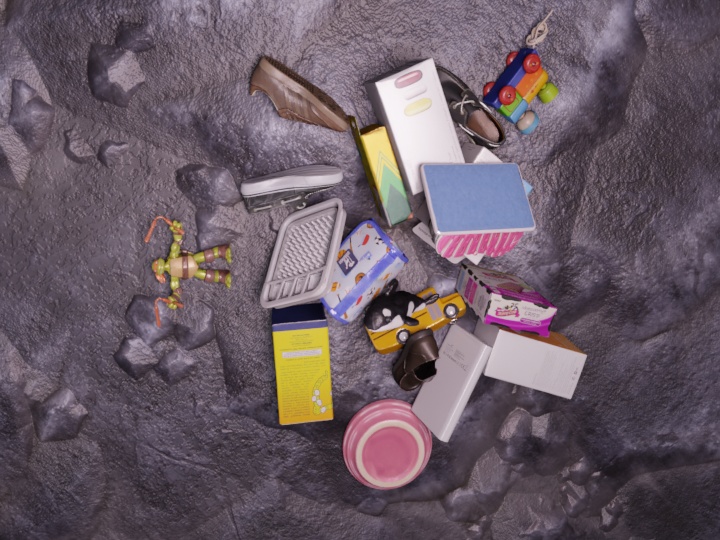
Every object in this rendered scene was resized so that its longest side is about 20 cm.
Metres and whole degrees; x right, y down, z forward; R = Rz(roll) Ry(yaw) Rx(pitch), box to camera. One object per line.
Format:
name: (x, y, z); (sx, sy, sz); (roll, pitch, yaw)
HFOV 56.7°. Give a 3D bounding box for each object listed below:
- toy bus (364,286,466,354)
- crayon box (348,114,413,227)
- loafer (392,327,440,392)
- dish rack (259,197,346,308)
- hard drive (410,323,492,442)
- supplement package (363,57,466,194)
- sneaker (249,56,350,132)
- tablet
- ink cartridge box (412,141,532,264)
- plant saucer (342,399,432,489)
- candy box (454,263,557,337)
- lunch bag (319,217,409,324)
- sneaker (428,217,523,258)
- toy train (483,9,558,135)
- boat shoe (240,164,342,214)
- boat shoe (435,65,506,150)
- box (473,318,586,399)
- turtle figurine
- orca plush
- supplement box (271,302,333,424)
toy bus: (0.111, 0.098, 1.332); (0.196, 0.065, 0.080); (-28, 72, 0)
crayon box: (0.035, -0.193, 1.227); (0.050, 0.127, 0.205); (-20, 106, -2)
loafer: (0.111, 0.194, 1.316); (0.071, 0.072, 0.202); (-17, 148, -16)
dish rack: (-0.096, -0.024, 1.211); (0.043, 0.169, 0.205); (34, 54, -37)
hard drive: (0.180, 0.220, 1.337); (0.026, 0.132, 0.204); (22, 96, -27)
supplement package: (0.096, -0.261, 1.203); (0.108, 0.156, 0.205); (-22, 106, -1)
sneaker: (-0.112, -0.305, 1.222); (0.198, 0.071, 0.076); (35, 117, -11)
tablet: (0.200, -0.123, 1.135); (0.194, 0.014, 0.134); (-4, 69, -20)
ink cartridge box: (0.203, -0.118, 1.269); (0.127, 0.125, 0.202); (33, 97, -14)
plant saucer: (0.060, 0.377, 1.413); (0.194, 0.051, 0.207); (-2, 104, -8)
candy box: (0.273, 0.053, 1.282); (0.132, 0.200, 0.063); (13, 103, -12)
lunch bag: (0.000, 0.000, 1.230); (0.124, 0.200, 0.170); (43, 97, -9)
sneaker: (0.200, -0.076, 1.177); (0.195, 0.088, 0.075); (-6, 134, -27)
toy train: (0.332, -0.365, 1.252); (0.115, 0.085, 0.201); (35, 97, -25)
boat shoe: (-0.126, -0.149, 1.255); (0.194, 0.073, 0.073); (-8, 114, 5)
boat shoe: (0.198, -0.308, 1.251); (0.072, 0.068, 0.200); (-45, 102, -1)
box: (0.335, 0.170, 1.359); (0.195, 0.125, 0.100); (16, 102, -12)
turtle figurine: (-0.325, 0.002, 1.261); (0.156, 0.064, 0.207); (1, 96, -15)
orca plush: (0.075, 0.052, 1.207); (0.196, 0.104, 0.073); (-9, 109, -41)
supplement box: (-0.114, 0.181, 1.310); (0.106, 0.109, 0.206); (-4, 105, -6)
